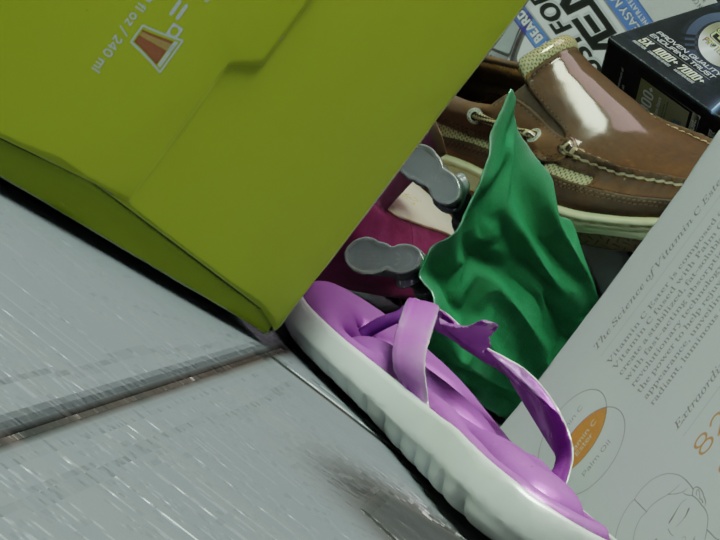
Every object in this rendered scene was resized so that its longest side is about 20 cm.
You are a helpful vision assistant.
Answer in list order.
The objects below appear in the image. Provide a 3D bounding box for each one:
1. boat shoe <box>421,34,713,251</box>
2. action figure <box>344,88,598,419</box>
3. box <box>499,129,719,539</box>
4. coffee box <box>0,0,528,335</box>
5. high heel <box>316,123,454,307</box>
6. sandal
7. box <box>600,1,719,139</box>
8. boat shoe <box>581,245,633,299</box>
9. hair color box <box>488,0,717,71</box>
[{"bbox_3d":[0.082,-0.061,1.160,0.202,0.075,0.075,13,26,32],"label":"boat shoe"},{"bbox_3d":[0.054,0.012,1.106,0.055,0.118,0.200,28,-7,27],"label":"action figure"},{"bbox_3d":[0.151,0.064,0.912,0.106,0.152,0.200,33,7,-23],"label":"box"},{"bbox_3d":[-0.078,-0.136,0.910,0.200,0.200,0.198,32,7,-40],"label":"coffee box"},{"bbox_3d":[0.000,0.000,1.143,0.067,0.096,0.200,45,-12,35],"label":"high heel"},{"bbox_3d":[0.039,0.044,0.917,0.082,0.050,0.203,33,7,-34],"label":"sandal"},{"bbox_3d":[0.173,0.008,1.230,0.086,0.200,0.164,-20,45,-36],"label":"box"},{"bbox_3d":[0.139,0.049,1.165,0.072,0.062,0.200,96,-25,-50],"label":"boat shoe"},{"bbox_3d":[0.073,-0.083,1.288,0.111,0.200,0.064,50,-1,-27],"label":"hair color box"}]
